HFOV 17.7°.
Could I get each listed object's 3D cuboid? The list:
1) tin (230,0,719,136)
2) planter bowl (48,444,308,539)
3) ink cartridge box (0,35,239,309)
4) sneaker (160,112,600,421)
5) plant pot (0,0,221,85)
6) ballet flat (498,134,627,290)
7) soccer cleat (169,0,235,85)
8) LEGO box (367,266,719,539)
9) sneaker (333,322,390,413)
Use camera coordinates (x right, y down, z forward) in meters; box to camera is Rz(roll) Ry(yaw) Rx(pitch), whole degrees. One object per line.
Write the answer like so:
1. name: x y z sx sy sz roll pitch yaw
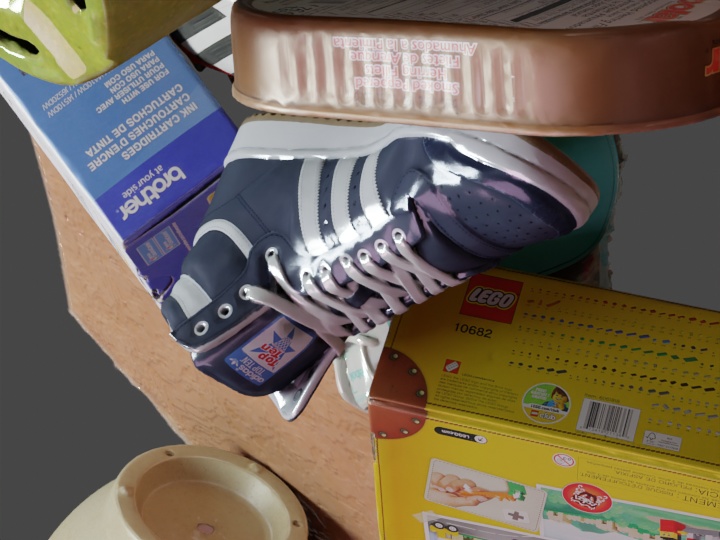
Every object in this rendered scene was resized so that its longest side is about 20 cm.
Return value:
1. tin: 0.043 -0.080 0.814 0.199 0.112 0.042 7 114 33
2. planter bowl: -0.103 0.192 1.384 0.200 0.200 0.136 35 125 23
3. ink cartridge box: -0.106 -0.063 1.052 0.201 0.076 0.137 54 175 15
4. sneaker: 0.000 0.000 0.857 0.070 0.109 0.199 37 161 -32
5. plant pot: -0.072 -0.169 0.805 0.200 0.184 0.201 35 153 21
6. ballet flat: 0.069 -0.013 0.952 0.201 0.075 0.064 88 166 -46
7. soccer cleat: -0.023 -0.103 0.953 0.200 0.068 0.086 31 153 45
8. LEGO box: 0.108 0.083 0.926 0.198 0.078 0.149 12 144 12
9. sneaker: 0.014 0.015 1.054 0.201 0.080 0.070 53 155 -8
